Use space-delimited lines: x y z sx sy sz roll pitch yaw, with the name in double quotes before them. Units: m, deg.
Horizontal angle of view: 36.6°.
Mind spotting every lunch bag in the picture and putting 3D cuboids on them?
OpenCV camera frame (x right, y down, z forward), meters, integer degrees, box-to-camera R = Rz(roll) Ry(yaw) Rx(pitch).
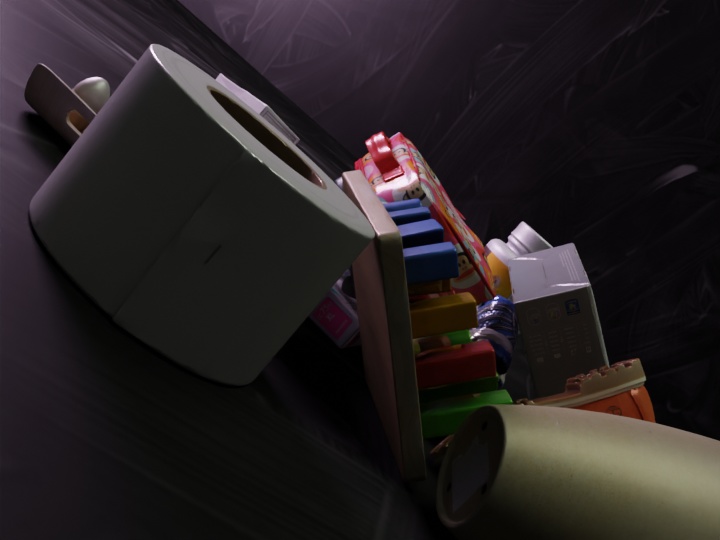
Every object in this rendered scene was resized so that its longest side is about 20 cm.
"lunch bag" 0.055 -0.054 1.071 0.177 0.081 0.200 57 8 -19

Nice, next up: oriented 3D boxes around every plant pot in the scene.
"plant pot" 0.162 0.181 0.807 0.198 0.189 0.188 25 13 -18

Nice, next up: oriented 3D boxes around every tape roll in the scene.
"tape roll" -0.107 -0.039 0.756 0.202 0.139 0.203 40 8 -7

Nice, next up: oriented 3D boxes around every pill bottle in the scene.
"pill bottle" 0.174 0.037 1.415 0.109 0.200 0.109 39 8 -7

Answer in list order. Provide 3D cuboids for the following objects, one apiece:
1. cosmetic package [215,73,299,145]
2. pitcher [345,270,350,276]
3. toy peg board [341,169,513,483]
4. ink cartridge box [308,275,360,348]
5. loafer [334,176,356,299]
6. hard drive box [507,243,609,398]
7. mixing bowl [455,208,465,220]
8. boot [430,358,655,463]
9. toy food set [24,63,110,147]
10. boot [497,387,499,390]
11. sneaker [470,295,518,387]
"cosmetic package" -0.127 -0.132 1.064 0.051 0.083 0.200 45 0 -26
"pitcher" 0.033 0.005 1.221 0.199 0.122 0.172 36 8 -13
"toy peg board" 0.054 0.032 0.893 0.200 0.097 0.202 -117 -161 -70
"ink cartridge box" -0.063 -0.003 1.108 0.200 0.042 0.119 46 10 12
"loafer" 0.000 0.000 1.083 0.072 0.062 0.201 69 -4 -62
"hard drive box" 0.212 0.093 1.112 0.156 0.076 0.202 -70 145 -73
"mixing bowl" 0.121 -0.138 2.372 0.200 0.109 0.200 40 9 -8
"boot" 0.163 0.157 0.941 0.075 0.198 0.108 27 45 -86
"toy food set" -0.201 -0.116 0.986 0.143 0.061 0.200 43 8 11
"boot" 0.130 0.154 1.074 0.151 0.073 0.200 50 2 21
"sneaker" 0.148 0.078 1.241 0.076 0.086 0.200 23 -13 0
